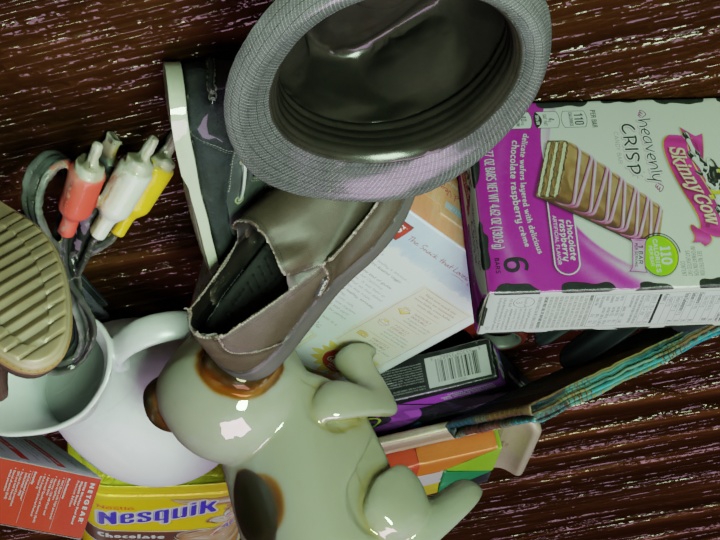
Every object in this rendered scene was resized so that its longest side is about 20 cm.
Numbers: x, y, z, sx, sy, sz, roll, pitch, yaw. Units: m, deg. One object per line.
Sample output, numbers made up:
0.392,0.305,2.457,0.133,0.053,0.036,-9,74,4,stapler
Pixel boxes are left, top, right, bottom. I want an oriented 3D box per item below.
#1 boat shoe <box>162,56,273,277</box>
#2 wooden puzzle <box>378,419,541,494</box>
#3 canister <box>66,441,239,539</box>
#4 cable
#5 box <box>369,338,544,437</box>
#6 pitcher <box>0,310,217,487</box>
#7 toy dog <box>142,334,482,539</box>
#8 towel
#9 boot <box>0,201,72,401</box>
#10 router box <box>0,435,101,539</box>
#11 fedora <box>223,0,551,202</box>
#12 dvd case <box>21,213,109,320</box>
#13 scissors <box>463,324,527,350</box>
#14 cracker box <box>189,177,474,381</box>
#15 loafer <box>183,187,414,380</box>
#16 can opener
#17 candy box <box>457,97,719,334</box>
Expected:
-0.078,-0.055,1.315,0.067,0.072,0.200,-13,143,-6,boat shoe
0.039,0.157,1.690,0.199,0.037,0.185,-8,163,-4,wooden puzzle
-0.162,0.172,1.737,0.148,0.087,0.200,-1,154,-6,canister
-0.180,-0.006,1.344,0.097,0.050,0.200,-8,129,-44,cable
0.056,0.104,1.648,0.143,0.036,0.200,-14,164,12,box
-0.147,0.081,1.508,0.171,0.122,0.200,-19,158,24,pitcher
-0.055,0.125,1.406,0.194,0.200,0.139,-40,-172,-33,toy dog
0.174,0.075,1.541,0.200,0.022,0.147,-23,180,-23,towel
-0.228,0.030,1.331,0.072,0.200,0.167,-23,143,-19,boot
-0.312,0.126,1.543,0.179,0.049,0.200,17,-176,-35,router box
0.011,-0.132,1.166,0.176,0.090,0.200,2,146,-16,fedora
-0.296,0.018,1.490,0.199,0.016,0.149,-12,152,12,dvd case
0.055,0.025,1.532,0.200,0.014,0.073,15,149,-31,scissors
0.000,0.000,1.421,0.134,0.058,0.200,35,137,-26,cracker box
-0.035,-0.020,1.290,0.200,0.073,0.071,-58,150,7,loafer
0.197,0.014,1.486,0.200,0.079,0.063,-27,107,41,can opener
0.166,-0.036,1.328,0.199,0.137,0.061,-2,153,-7,candy box
